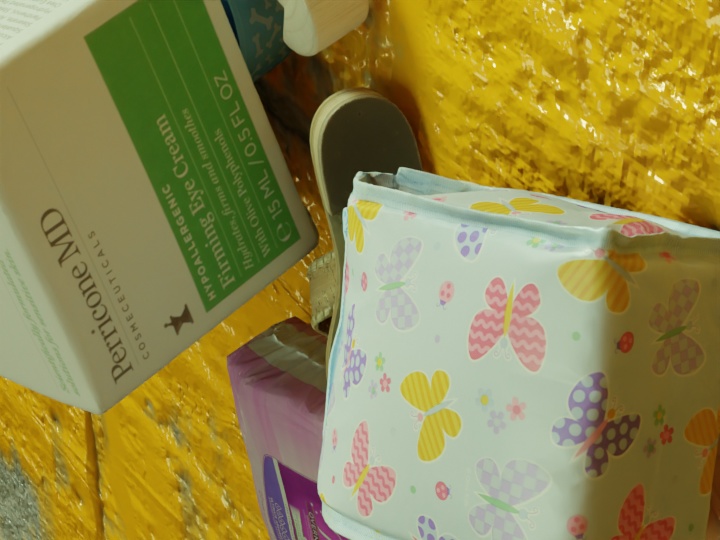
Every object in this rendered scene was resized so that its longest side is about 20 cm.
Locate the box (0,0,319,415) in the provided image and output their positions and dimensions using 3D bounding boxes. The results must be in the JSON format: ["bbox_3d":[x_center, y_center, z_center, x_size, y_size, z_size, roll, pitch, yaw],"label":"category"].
[{"bbox_3d":[-0.168,-0.066,1.069,0.200,0.171,0.199,16,136,48],"label":"box"}]

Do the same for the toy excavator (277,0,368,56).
[{"bbox_3d":[-0.079,-0.224,1.006,0.194,0.100,0.200,36,154,43],"label":"toy excavator"}]

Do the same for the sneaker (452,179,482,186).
[{"bbox_3d":[0.047,0.049,1.033,0.075,0.088,0.200,18,106,33],"label":"sneaker"}]

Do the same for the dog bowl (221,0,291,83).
[{"bbox_3d":[-0.102,-0.187,1.100,0.200,0.050,0.111,59,151,7],"label":"dog bowl"}]

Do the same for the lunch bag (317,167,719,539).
[{"bbox_3d":[0.063,0.047,0.900,0.200,0.127,0.170,12,98,47],"label":"lunch bag"}]

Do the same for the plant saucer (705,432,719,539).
[{"bbox_3d":[0.138,0.119,0.978,0.200,0.032,0.201,39,144,36],"label":"plant saucer"}]

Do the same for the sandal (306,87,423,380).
[{"bbox_3d":[0.006,-0.001,1.076,0.070,0.077,0.212,-132,32,-65],"label":"sandal"}]

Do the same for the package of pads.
[{"bbox_3d":[-0.006,0.136,1.182,0.120,0.076,0.200,25,134,51],"label":"package of pads"}]
